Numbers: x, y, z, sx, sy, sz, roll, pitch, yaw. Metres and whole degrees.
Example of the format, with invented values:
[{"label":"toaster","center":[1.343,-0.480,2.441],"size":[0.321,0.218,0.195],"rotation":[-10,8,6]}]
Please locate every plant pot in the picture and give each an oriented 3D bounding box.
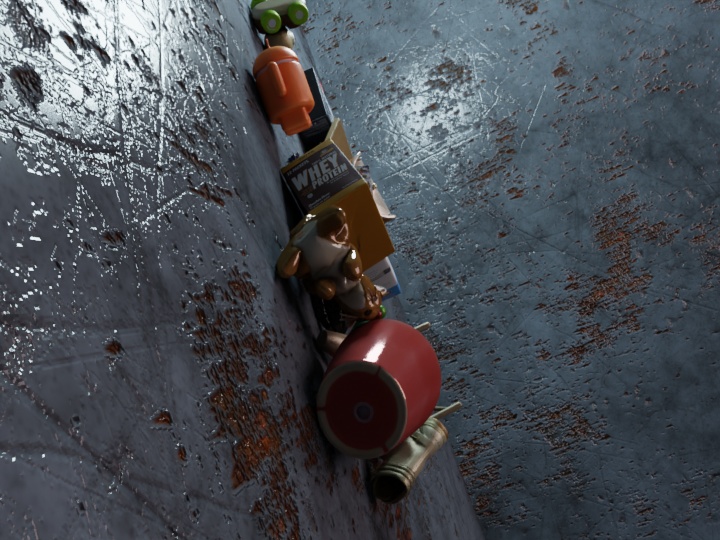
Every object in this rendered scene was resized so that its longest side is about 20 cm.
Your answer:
[{"label":"plant pot","center":[0.022,0.192,0.998],"size":[0.205,0.196,0.177],"rotation":[69,15,0]}]

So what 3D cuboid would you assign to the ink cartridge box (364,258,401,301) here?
[{"label":"ink cartridge box","center":[0.000,0.000,1.516],"size":[0.201,0.141,0.086],"rotation":[61,8,-54]}]

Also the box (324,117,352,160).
[{"label":"box","center":[-0.078,-0.315,1.885],"size":[0.165,0.021,0.204],"rotation":[68,35,-52]}]

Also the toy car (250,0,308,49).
[{"label":"toy car","center":[-0.213,-0.658,1.807],"size":[0.166,0.154,0.204],"rotation":[-119,-167,-48]}]

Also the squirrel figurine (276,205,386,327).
[{"label":"squirrel figurine","center":[-0.040,0.000,1.091],"size":[0.187,0.142,0.200],"rotation":[45,-3,-20]}]

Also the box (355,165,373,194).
[{"label":"box","center":[-0.030,-0.160,1.634],"size":[0.040,0.133,0.206],"rotation":[161,-79,-69]}]

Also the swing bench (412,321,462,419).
[{"label":"swing bench","center":[0.081,0.245,1.380],"size":[0.129,0.197,0.204],"rotation":[-18,-86,59]}]

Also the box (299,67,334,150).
[{"label":"box","center":[-0.141,-0.471,1.959],"size":[0.183,0.102,0.204],"rotation":[60,12,-61]}]

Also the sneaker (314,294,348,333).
[{"label":"sneaker","center":[-0.058,0.034,1.242],"size":[0.080,0.074,0.205],"rotation":[60,12,-65]}]

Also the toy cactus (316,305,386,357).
[{"label":"toy cactus","center":[-0.006,0.153,1.150],"size":[0.163,0.205,0.101],"rotation":[26,-5,-36]}]

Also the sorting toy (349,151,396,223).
[{"label":"sorting toy","center":[-0.030,-0.184,1.764],"size":[0.106,0.179,0.203],"rotation":[-32,92,-44]}]

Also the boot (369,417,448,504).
[{"label":"boot","center":[0.060,0.356,1.186],"size":[0.073,0.198,0.155],"rotation":[52,50,-8]}]

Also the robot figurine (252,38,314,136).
[{"label":"robot figurine","center":[-0.175,-0.411,1.445],"size":[0.142,0.115,0.205],"rotation":[-20,89,-49]}]

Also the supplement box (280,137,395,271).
[{"label":"supplement box","center":[-0.049,-0.128,1.362],"size":[0.201,0.131,0.199],"rotation":[55,-6,46]}]

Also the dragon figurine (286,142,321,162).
[{"label":"dragon figurine","center":[-0.134,-0.252,1.534],"size":[0.060,0.097,0.200],"rotation":[66,-12,-3]}]
